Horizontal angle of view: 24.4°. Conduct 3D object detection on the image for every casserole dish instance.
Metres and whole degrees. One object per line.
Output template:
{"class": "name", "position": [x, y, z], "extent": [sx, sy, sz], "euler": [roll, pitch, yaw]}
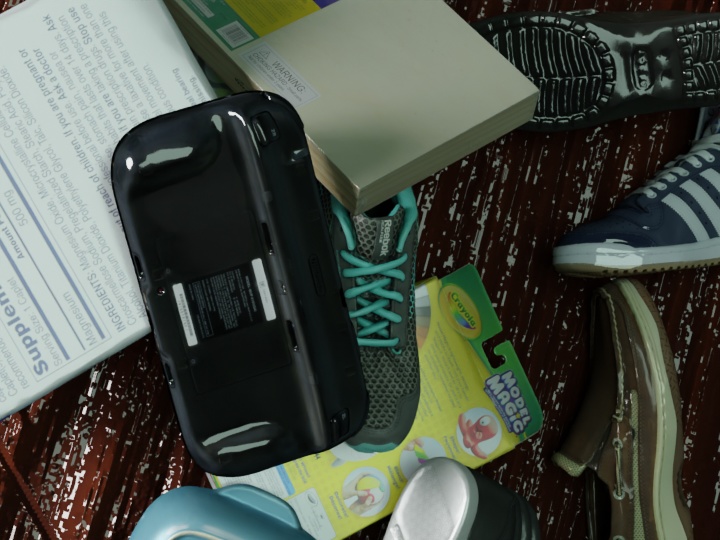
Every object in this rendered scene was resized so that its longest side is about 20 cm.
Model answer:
{"class": "casserole dish", "position": [-0.094, 0.218, 0.938], "extent": [0.121, 0.039, 0.201], "euler": [24, 95, -4]}

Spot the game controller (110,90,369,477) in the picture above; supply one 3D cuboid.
{"class": "game controller", "position": [-0.061, 0.010, 0.869], "extent": [0.104, 0.042, 0.201], "euler": [-15, 107, -4]}

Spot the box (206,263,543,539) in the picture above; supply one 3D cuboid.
{"class": "box", "position": [0.002, 0.086, 0.994], "extent": [0.199, 0.048, 0.118], "euler": [-25, 92, -12]}

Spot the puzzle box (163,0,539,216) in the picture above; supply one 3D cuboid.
{"class": "puzzle box", "position": [-0.012, -0.128, 0.942], "extent": [0.133, 0.026, 0.200], "euler": [-29, 61, -26]}

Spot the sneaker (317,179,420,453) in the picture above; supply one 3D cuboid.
{"class": "sneaker", "position": [0.000, 0.000, 0.936], "extent": [0.077, 0.091, 0.201], "euler": [-3, 73, -10]}

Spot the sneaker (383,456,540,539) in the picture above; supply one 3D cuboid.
{"class": "sneaker", "position": [0.041, 0.206, 0.982], "extent": [0.099, 0.071, 0.201], "euler": [17, 106, -44]}

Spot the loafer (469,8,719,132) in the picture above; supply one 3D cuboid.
{"class": "loafer", "position": [0.149, -0.126, 1.039], "extent": [0.198, 0.071, 0.074], "euler": [0, 101, 1]}

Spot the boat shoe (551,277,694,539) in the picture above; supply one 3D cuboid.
{"class": "boat shoe", "position": [0.155, 0.108, 1.018], "extent": [0.074, 0.075, 0.204], "euler": [-8, 88, -8]}

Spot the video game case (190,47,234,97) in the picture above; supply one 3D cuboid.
{"class": "video game case", "position": [-0.100, -0.093, 0.993], "extent": [0.180, 0.023, 0.202], "euler": [2, 85, -14]}

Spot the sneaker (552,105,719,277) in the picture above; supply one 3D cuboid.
{"class": "sneaker", "position": [0.205, -0.057, 1.042], "extent": [0.199, 0.070, 0.109], "euler": [-8, 92, -21]}

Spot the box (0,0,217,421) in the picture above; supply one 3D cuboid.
{"class": "box", "position": [-0.169, -0.041, 0.908], "extent": [0.199, 0.105, 0.185], "euler": [-31, 95, -14]}
